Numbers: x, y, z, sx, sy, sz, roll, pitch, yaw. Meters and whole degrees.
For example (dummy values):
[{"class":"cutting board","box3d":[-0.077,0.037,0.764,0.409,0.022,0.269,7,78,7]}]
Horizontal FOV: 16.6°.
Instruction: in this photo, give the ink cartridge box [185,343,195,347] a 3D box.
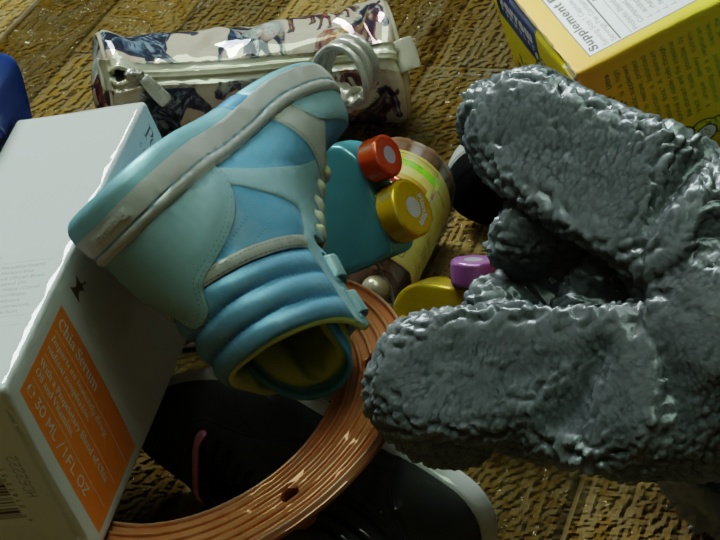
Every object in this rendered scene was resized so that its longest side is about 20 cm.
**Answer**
[{"class":"ink cartridge box","box3d":[-0.141,-0.010,1.336,0.200,0.067,0.116,-4,29,1]}]

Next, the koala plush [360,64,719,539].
[{"class":"koala plush","box3d":[0.137,0.033,1.052,0.184,0.177,0.200,17,-8,33]}]

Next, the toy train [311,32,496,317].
[{"class":"toy train","box3d":[0.053,-0.027,1.195,0.200,0.150,0.056,36,28,24]}]

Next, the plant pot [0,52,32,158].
[{"class":"plant pot","box3d":[-0.260,0.024,1.164,0.200,0.200,0.180,0,34,8]}]

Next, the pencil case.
[{"class":"pencil case","box3d":[-0.066,-0.120,1.513,0.200,0.078,0.089,-7,8,-4]}]

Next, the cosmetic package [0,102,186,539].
[{"class":"cosmetic package","box3d":[-0.136,0.026,1.096,0.071,0.101,0.200,-8,38,22]}]

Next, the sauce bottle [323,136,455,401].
[{"class":"sauce bottle","box3d":[0.000,0.000,1.299,0.065,0.065,0.200,3,32,14]}]

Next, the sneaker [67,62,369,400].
[{"class":"sneaker","box3d":[-0.035,-0.011,1.096,0.131,0.080,0.200,49,35,2]}]

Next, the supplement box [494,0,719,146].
[{"class":"supplement box","box3d":[0.185,-0.137,1.284,0.200,0.110,0.109,-27,45,-4]}]

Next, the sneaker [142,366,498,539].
[{"class":"sneaker","box3d":[-0.047,0.103,1.105,0.200,0.071,0.099,19,33,32]}]

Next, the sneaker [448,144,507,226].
[{"class":"sneaker","box3d":[0.126,-0.029,1.325,0.200,0.073,0.112,-1,39,25]}]

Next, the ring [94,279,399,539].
[{"class":"ring","box3d":[-0.069,0.071,1.098,0.200,0.019,0.200,-18,33,12]}]
